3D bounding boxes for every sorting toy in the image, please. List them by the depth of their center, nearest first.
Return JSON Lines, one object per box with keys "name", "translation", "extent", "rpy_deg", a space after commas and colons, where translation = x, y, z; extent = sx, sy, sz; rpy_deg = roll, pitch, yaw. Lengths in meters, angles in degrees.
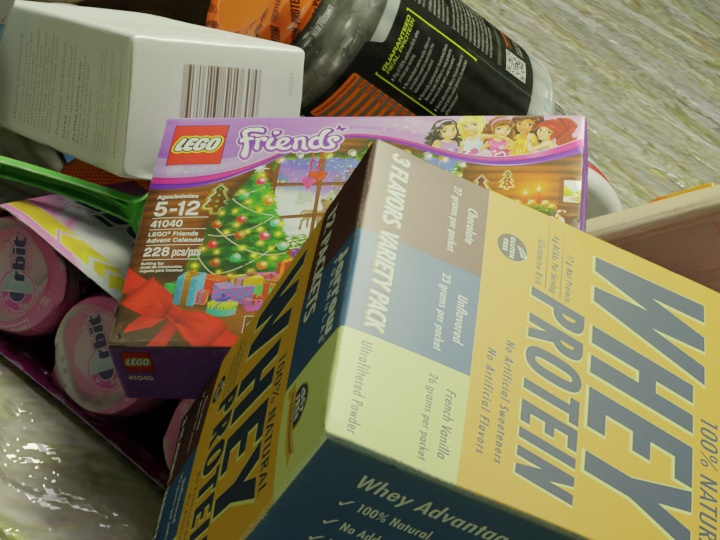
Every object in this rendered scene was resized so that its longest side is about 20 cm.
{"name": "sorting toy", "translation": [0.161, 0.006, 1.060], "extent": [0.200, 0.183, 0.037], "rpy_deg": [39, 42, -55]}

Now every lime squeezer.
{"name": "lime squeezer", "translation": [-0.087, -0.005, 0.855], "extent": [0.199, 0.038, 0.071], "rpy_deg": [37, 53, 17]}

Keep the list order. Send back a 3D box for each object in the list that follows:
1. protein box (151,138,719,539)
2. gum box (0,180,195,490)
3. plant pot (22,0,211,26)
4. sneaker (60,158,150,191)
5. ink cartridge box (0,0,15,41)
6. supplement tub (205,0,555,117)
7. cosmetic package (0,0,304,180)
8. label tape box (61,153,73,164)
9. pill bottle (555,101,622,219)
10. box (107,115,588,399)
{"name": "protein box", "translation": [0.041, 0.094, 0.691], "extent": [0.197, 0.200, 0.136], "rpy_deg": [23, 47, -14]}
{"name": "gum box", "translation": [-0.094, 0.035, 0.882], "extent": [0.199, 0.067, 0.113], "rpy_deg": [37, 22, 19]}
{"name": "plant pot", "translation": [-0.150, -0.154, 1.111], "extent": [0.199, 0.199, 0.028], "rpy_deg": [-2, 70, -53]}
{"name": "sneaker", "translation": [-0.081, -0.007, 0.994], "extent": [0.198, 0.073, 0.077], "rpy_deg": [27, 31, 2]}
{"name": "ink cartridge box", "translation": [-0.241, -0.169, 0.979], "extent": [0.084, 0.201, 0.145], "rpy_deg": [12, 26, -28]}
{"name": "supplement tub", "translation": [0.012, -0.121, 1.076], "extent": [0.199, 0.123, 0.123], "rpy_deg": [32, 17, -32]}
{"name": "cosmetic package", "translation": [-0.122, -0.097, 0.954], "extent": [0.101, 0.075, 0.199], "rpy_deg": [1, 10, -32]}
{"name": "label tape box", "translation": [-0.084, -0.069, 1.131], "extent": [0.198, 0.064, 0.144], "rpy_deg": [15, 25, -33]}
{"name": "pill bottle", "translation": [0.112, -0.063, 1.292], "extent": [0.115, 0.117, 0.201], "rpy_deg": [21, 23, -18]}
{"name": "box", "translation": [-0.001, -0.007, 0.792], "extent": [0.197, 0.039, 0.138], "rpy_deg": [0, 49, 10]}
